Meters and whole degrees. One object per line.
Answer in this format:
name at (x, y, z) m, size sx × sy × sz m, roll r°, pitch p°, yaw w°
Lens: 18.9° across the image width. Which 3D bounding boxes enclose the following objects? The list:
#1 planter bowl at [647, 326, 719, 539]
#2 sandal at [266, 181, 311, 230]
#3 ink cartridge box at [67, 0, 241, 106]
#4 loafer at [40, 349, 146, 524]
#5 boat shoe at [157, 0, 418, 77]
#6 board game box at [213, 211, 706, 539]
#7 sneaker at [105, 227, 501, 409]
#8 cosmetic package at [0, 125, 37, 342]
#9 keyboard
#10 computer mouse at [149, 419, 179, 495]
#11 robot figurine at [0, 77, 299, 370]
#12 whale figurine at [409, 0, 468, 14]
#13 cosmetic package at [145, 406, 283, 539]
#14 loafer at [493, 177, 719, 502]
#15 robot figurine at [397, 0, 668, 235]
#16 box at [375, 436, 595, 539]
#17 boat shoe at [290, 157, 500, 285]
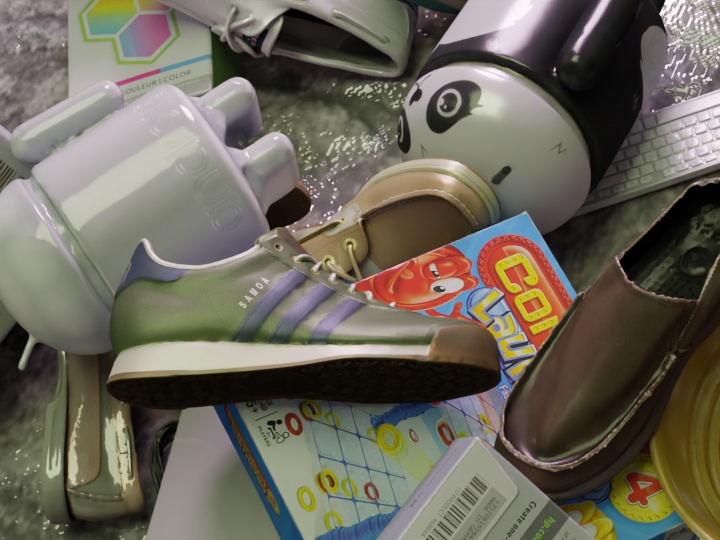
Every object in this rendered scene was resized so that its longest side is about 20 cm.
planter bowl at (0.252, 0.085, 1.100) m, size 0.199 × 0.084 × 0.201 m, roll -11°, pitch 55°, yaw 16°
sandal at (-0.127, -0.061, 1.372) m, size 0.211 × 0.078 × 0.070 m, roll -11°, pitch 53°, yaw 25°
ink cartridge box at (-0.139, -0.166, 1.455) m, size 0.103 × 0.059 × 0.201 m, roll -15°, pitch 53°, yaw 14°
loafer at (-0.152, 0.060, 1.314) m, size 0.062 × 0.072 × 0.201 m, roll 0°, pitch 62°, yaw 5°
boat shoe at (-0.060, -0.169, 1.372) m, size 0.199 × 0.074 × 0.066 m, roll 9°, pitch 61°, yaw -6°
board game box at (0.046, 0.094, 1.136) m, size 0.195 × 0.056 × 0.201 m, roll -23°, pitch 65°, yaw -15°
sneaker at (-0.030, 0.018, 1.100) m, size 0.199 × 0.067 × 0.090 m, roll -2°, pitch 66°, yaw -1°
cosmetic package at (-0.300, -0.045, 1.334) m, size 0.167 × 0.167 × 0.200 m, roll -53°, pitch 35°, yaw -3°
keyboard at (0.169, -0.070, 1.288) m, size 0.199 × 0.011 × 0.057 m, roll -18°, pitch 53°, yaw 11°
computer mouse at (-0.093, 0.062, 1.306) m, size 0.058 × 0.034 × 0.201 m, roll -10°, pitch 61°, yaw 28°
robot figurine at (-0.131, -0.029, 1.240) m, size 0.200 × 0.113 × 0.170 m, roll -35°, pitch 73°, yaw -7°
whale figurine at (0.077, -0.244, 1.374) m, size 0.103 × 0.160 × 0.200 m, roll -7°, pitch 27°, yaw 49°
cosmetic package at (-0.053, 0.141, 1.197) m, size 0.106 × 0.090 × 0.201 m, roll 2°, pitch 56°, yaw 24°
loafer at (0.132, 0.026, 1.089) m, size 0.073 × 0.071 × 0.200 m, roll 30°, pitch 73°, yaw 29°
robot figurine at (0.102, -0.111, 1.260) m, size 0.124 × 0.151 × 0.200 m, roll 18°, pitch 56°, yaw 24°
box at (0.077, 0.203, 1.043) m, size 0.200 × 0.041 × 0.156 m, roll 41°, pitch 76°, yaw -7°
boat shoe at (0.000, 0.000, 1.233) m, size 0.200 × 0.074 × 0.067 m, roll -31°, pitch 20°, yaw 46°
